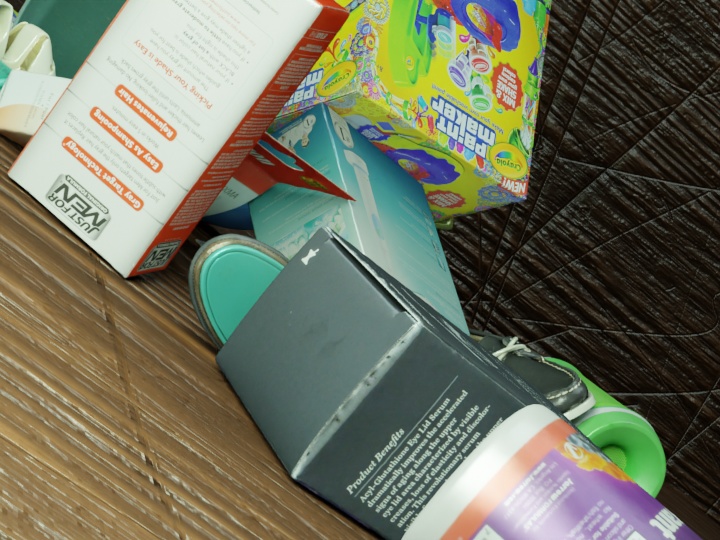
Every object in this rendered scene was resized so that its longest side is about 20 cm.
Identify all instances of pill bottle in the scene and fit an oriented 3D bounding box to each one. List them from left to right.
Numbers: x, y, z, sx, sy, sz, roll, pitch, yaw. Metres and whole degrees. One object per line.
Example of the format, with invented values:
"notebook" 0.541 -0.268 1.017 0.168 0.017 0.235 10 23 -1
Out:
"pill bottle" 0.121 0.165 0.739 0.200 0.111 0.111 41 4 15

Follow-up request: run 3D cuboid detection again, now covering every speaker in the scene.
"speaker" 0.163 0.125 1.227 0.088 0.088 0.200 39 1 -15

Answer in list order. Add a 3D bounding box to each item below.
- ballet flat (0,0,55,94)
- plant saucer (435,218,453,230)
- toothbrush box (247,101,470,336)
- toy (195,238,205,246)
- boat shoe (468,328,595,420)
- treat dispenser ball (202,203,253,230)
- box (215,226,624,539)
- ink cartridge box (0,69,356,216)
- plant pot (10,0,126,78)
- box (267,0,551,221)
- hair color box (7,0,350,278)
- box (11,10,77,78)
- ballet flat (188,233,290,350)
"ballet flat" -0.250 -0.147 1.100 0.067 0.070 0.200 41 3 26
"plant saucer" -0.010 -0.133 1.353 0.048 0.200 0.200 -11 -9 42
"toothbrush box" 0.000 0.000 1.173 0.146 0.085 0.200 35 30 -49
"toy" -0.057 0.006 1.380 0.115 0.047 0.200 40 3 15
"boat shoe" 0.102 0.077 1.201 0.200 0.074 0.060 10 -60 65
"treat dispenser ball" -0.103 -0.136 1.438 0.201 0.201 0.201 40 4 -3
"box" 0.038 0.088 0.893 0.200 0.104 0.148 37 5 -29
"ink cartridge box" -0.125 -0.072 1.085 0.200 0.050 0.162 16 -9 30
"plant pot" -0.163 -0.158 1.273 0.200 0.200 0.134 42 -5 36
"box" 0.037 -0.169 1.285 0.122 0.193 0.200 -12 -30 43
"hair color box" -0.108 -0.105 0.949 0.102 0.200 0.061 41 14 9
"box" -0.284 -0.180 1.364 0.200 0.048 0.122 39 3 -27
"ballet flat" -0.040 0.042 0.974 0.200 0.073 0.073 45 0 -31
